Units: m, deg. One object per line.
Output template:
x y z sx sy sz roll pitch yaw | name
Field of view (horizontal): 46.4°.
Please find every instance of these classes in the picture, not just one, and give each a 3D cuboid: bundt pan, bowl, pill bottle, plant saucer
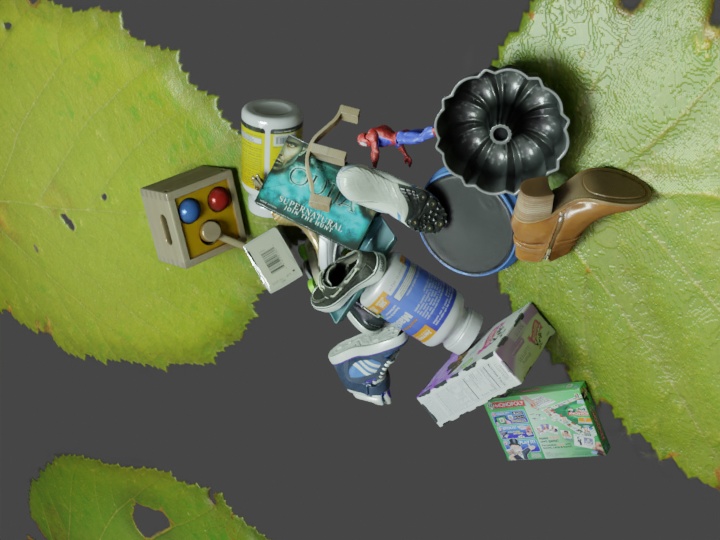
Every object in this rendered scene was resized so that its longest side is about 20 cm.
0.215 -0.218 1.264 0.201 0.076 0.202 7 122 11 | bundt pan
0.183 -0.082 1.410 0.200 0.039 0.201 17 124 28 | bowl
0.110 0.063 1.469 0.200 0.112 0.112 33 132 -9 | pill bottle
0.000 0.000 1.483 0.200 0.019 0.070 -56 40 22 | plant saucer
-0.164 -0.204 1.547 0.112 0.112 0.201 22 125 25 | pill bottle

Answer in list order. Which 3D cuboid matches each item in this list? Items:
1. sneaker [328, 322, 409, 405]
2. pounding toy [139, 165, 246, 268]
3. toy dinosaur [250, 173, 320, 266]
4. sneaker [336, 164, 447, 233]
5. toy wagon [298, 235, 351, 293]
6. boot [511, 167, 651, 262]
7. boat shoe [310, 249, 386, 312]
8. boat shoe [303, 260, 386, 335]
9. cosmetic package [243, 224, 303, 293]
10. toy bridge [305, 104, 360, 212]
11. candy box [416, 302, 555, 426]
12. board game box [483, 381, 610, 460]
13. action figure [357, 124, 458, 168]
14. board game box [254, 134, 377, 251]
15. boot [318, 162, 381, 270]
0.044 0.192 1.644 0.200 0.081 0.147 -22 110 37 | sneaker
-0.304 -0.092 1.682 0.142 0.184 0.201 14 122 44 | pounding toy
-0.108 -0.113 1.513 0.101 0.058 0.200 -39 101 9 | toy dinosaur
0.054 -0.123 1.392 0.200 0.073 0.072 24 105 -12 | sneaker
-0.039 -0.049 1.559 0.155 0.040 0.201 -22 76 20 | toy wagon
0.330 -0.073 1.280 0.199 0.077 0.156 -7 140 1 | boot
-0.039 0.013 1.457 0.200 0.064 0.071 -36 50 45 | boat shoe
-0.024 0.034 1.606 0.200 0.076 0.060 42 124 6 | boat shoe
-0.161 -0.025 1.588 0.071 0.200 0.105 -30 94 -1 | cosmetic package
-0.057 -0.198 1.428 0.067 0.201 0.027 15 159 3 | toy bridge
0.214 0.161 1.432 0.072 0.168 0.200 50 132 -1 | candy box
0.330 0.273 1.504 0.200 0.029 0.135 -14 104 40 | board game box
0.082 -0.198 1.402 0.199 0.065 0.099 7 111 33 | action figure
-0.065 -0.133 1.449 0.200 0.028 0.136 26 86 6 | board game box
-0.013 -0.088 1.492 0.095 0.074 0.201 12 100 12 | boot
